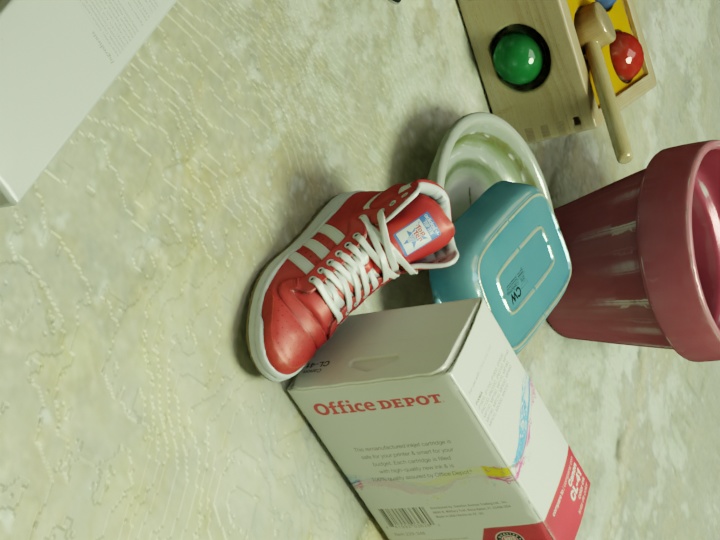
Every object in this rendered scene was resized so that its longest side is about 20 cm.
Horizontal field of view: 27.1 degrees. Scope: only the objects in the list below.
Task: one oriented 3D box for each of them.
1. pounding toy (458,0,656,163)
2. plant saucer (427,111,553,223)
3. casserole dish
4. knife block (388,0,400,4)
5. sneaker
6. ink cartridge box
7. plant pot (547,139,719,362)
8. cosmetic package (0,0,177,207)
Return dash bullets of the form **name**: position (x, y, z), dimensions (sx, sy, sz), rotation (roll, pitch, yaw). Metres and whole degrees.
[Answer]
- **pounding toy**: position (0.197, -0.201, 1.381), dimensions (0.200, 0.142, 0.185), rotation (-35, 110, -52)
- **plant saucer**: position (0.103, -0.034, 1.290), dimensions (0.200, 0.050, 0.201), rotation (17, 69, -52)
- **casserole dish**: position (0.122, 0.001, 1.235), dimensions (0.200, 0.039, 0.122), rotation (-44, 117, -48)
- **knife block**: position (0.014, -0.305, 1.155), dimensions (0.200, 0.064, 0.177), rotation (-7, 108, -75)
- **sneaker**: position (0.000, 0.000, 1.086), dimensions (0.071, 0.112, 0.200), rotation (59, 41, -26)
- **ink cartridge box**: position (0.063, 0.126, 1.114), dimensions (0.201, 0.147, 0.086), rotation (60, 40, -27)
- **plant pot**: position (0.269, -0.008, 1.403), dimensions (0.200, 0.178, 0.201), rotation (19, 67, -51)
- **cosmetic package**: position (-0.202, -0.117, 0.839), dimensions (0.081, 0.112, 0.200), rotation (58, 39, -28)
